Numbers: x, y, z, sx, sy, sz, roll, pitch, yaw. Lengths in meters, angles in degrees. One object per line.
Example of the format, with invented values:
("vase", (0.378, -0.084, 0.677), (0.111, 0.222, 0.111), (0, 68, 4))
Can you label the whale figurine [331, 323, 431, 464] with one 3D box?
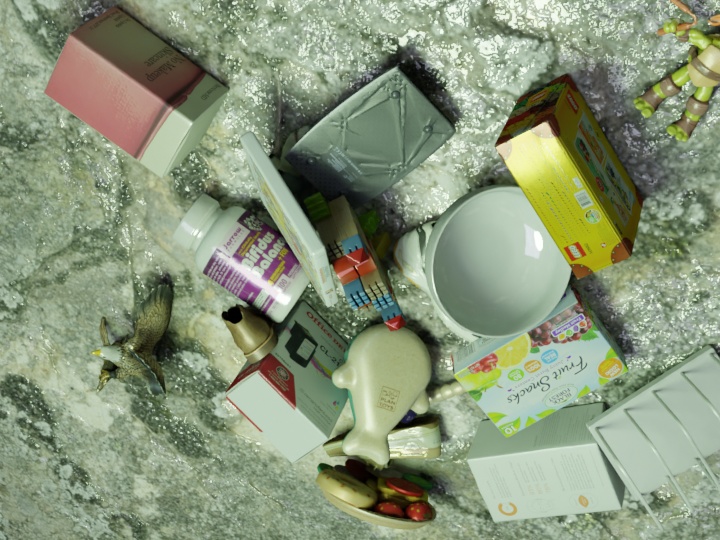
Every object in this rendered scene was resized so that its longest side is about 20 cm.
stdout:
("whale figurine", (0.024, 0.178, 1.567), (0.159, 0.201, 0.104), (18, 168, -20))

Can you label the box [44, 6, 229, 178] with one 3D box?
("box", (-0.303, -0.244, 1.458), (0.200, 0.128, 0.109), (35, 125, -3))

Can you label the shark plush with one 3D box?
("shark plush", (-0.055, -0.100, 1.493), (0.083, 0.091, 0.201), (-28, 103, -1))

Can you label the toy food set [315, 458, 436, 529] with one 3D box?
("toy food set", (0.025, 0.344, 1.668), (0.199, 0.198, 0.049), (16, 96, 1))

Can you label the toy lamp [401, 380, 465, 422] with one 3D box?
("toy lamp", (0.140, 0.174, 1.592), (0.199, 0.058, 0.058), (-22, 111, 31))

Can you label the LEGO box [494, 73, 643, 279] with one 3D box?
("LEGO box", (0.259, -0.116, 1.308), (0.077, 0.149, 0.200), (-25, 108, 32))

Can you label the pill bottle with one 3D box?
("pill bottle", (-0.168, -0.022, 1.553), (0.200, 0.112, 0.112), (34, 126, -3))

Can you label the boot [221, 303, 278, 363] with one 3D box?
("boot", (-0.169, 0.074, 1.581), (0.074, 0.200, 0.076), (-40, 103, -4))

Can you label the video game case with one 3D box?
("video game case", (-0.094, -0.065, 1.432), (0.200, 0.023, 0.182), (57, 172, 22))

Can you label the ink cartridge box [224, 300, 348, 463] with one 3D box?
("ink cartridge box", (-0.092, 0.159, 1.583), (0.146, 0.200, 0.083), (45, 122, -10))

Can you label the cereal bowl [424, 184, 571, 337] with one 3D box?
("cereal bowl", (0.174, -0.016, 1.413), (0.199, 0.083, 0.201), (-2, 100, -14))

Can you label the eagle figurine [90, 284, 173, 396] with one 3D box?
("eagle figurine", (-0.350, 0.128, 1.691), (0.200, 0.151, 0.152), (-26, 98, 39))

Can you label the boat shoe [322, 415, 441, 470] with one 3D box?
("boat shoe", (0.034, 0.278, 1.678), (0.199, 0.074, 0.067), (-13, 94, 27))

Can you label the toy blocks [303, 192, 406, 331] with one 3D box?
("toy blocks", (0.000, 0.000, 1.439), (0.100, 0.137, 0.200), (-25, 138, 6))

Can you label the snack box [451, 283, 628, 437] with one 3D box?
("snack box", (0.246, 0.128, 1.481), (0.200, 0.053, 0.142), (-33, 117, 18))

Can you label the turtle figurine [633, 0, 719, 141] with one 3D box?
("turtle figurine", (0.390, -0.237, 1.236), (0.199, 0.065, 0.161), (29, 134, -8))

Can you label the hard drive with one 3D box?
("hard drive", (0.012, -0.173, 1.408), (0.200, 0.042, 0.135), (-35, 117, 25))

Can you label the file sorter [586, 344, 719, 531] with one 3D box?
("file sorter", (0.434, 0.226, 1.422), (0.200, 0.125, 0.139), (-34, 107, 4))

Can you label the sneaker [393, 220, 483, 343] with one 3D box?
("sneaker", (0.137, 0.018, 1.483), (0.200, 0.076, 0.088), (45, 125, -10))

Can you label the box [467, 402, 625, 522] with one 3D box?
("box", (0.277, 0.285, 1.581), (0.199, 0.098, 0.125), (-13, 115, 26))
